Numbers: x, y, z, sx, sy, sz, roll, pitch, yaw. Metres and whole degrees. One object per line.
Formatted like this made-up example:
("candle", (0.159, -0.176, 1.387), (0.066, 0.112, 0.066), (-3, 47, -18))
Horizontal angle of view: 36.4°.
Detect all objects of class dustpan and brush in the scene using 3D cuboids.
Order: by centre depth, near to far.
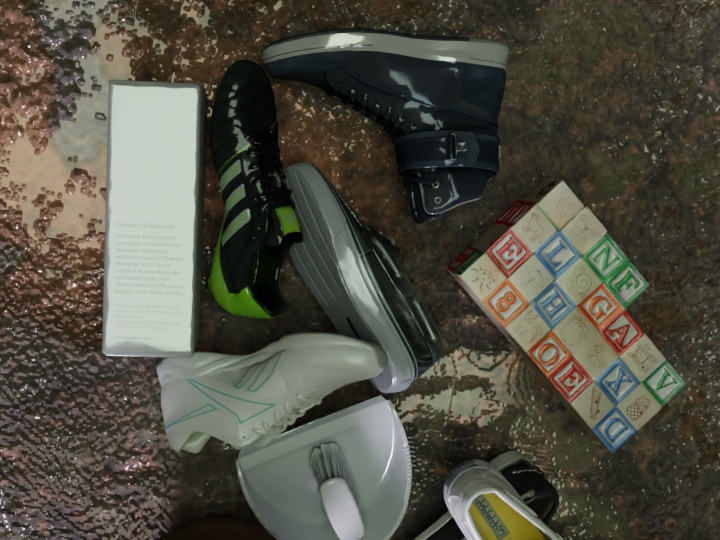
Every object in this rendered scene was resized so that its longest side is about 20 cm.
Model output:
("dustpan and brush", (-0.008, 0.213, 0.911), (0.138, 0.057, 0.202), (-21, 128, -3))

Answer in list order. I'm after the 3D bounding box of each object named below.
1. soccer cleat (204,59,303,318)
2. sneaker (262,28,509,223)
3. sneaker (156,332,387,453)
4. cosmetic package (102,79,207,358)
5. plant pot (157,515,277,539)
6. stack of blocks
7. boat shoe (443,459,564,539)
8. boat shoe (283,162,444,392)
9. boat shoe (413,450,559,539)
("soccer cleat", (-0.079, -0.061, 0.857), (0.067, 0.080, 0.203), (-11, 109, -47))
("sneaker", (0.019, -0.113, 0.873), (0.199, 0.077, 0.149), (3, 93, -8))
("sneaker", (-0.068, 0.098, 0.856), (0.198, 0.070, 0.081), (-13, 68, 22))
("cosmetic package", (-0.158, -0.041, 0.848), (0.070, 0.101, 0.203), (2, 95, -6))
("plant pot", (-0.109, 0.268, 0.837), (0.183, 0.200, 0.189), (-1, 96, -6))
("stack of blocks", (0.182, 0.036, 0.917), (0.115, 0.059, 0.200), (-41, 99, -1))
("boat shoe", (0.144, 0.237, 0.851), (0.074, 0.086, 0.203), (-37, 100, -1))
("boat shoe", (0.000, 0.000, 0.892), (0.070, 0.072, 0.202), (-26, 88, -34))
("boat shoe", (0.088, 0.245, 0.919), (0.200, 0.060, 0.074), (-47, 130, -2))
